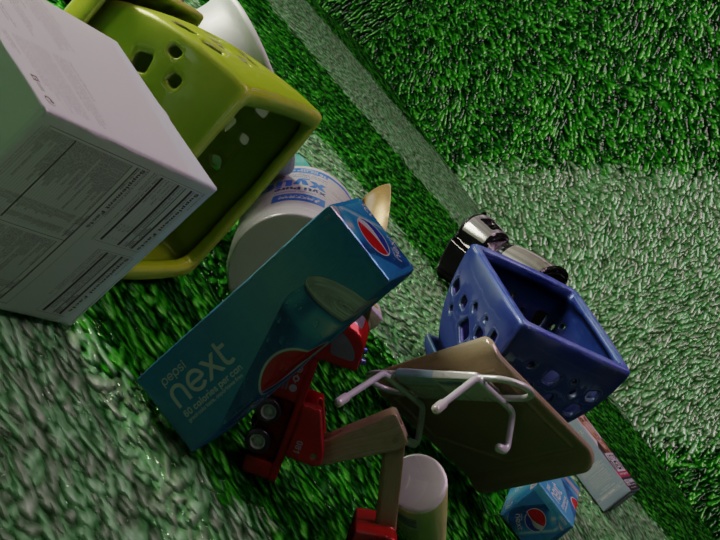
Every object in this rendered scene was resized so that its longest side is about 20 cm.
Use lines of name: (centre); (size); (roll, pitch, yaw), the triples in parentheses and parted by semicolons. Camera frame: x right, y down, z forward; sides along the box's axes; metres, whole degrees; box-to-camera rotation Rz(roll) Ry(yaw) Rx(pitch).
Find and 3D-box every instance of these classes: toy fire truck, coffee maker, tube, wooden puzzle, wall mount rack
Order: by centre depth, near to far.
toy fire truck: (-0.016, 0.129, 1.028); (0.140, 0.202, 0.049); (20, 13, -2)
tube: (0.052, 0.214, 1.159); (0.201, 0.051, 0.059); (83, 15, -63)
wall mount rack: (0.072, 0.138, 1.368); (0.174, 0.198, 0.075); (40, 57, -50)
wooden puzzle: (0.139, 0.161, 1.469); (0.200, 0.184, 0.037); (48, 47, -20)
coffee maker: (0.233, 0.025, 2.323); (0.200, 0.193, 0.135); (37, -4, 35)

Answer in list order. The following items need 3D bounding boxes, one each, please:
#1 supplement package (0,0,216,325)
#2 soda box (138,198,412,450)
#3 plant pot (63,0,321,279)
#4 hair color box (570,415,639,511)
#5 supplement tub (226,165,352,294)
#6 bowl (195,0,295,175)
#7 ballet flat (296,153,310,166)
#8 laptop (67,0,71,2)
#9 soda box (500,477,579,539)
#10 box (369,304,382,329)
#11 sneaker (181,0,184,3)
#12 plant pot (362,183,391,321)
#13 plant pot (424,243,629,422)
supplement package: (-0.228, -0.079, 0.852); (0.152, 0.150, 0.200); (54, 12, 22)
soda box: (-0.061, 0.039, 0.943); (0.068, 0.200, 0.064); (51, 20, 6)
plant pot: (-0.178, -0.126, 1.102); (0.182, 0.200, 0.199); (46, 11, 12)
hair color box: (0.373, 0.299, 2.188); (0.201, 0.061, 0.099); (53, 12, 18)
supplement tub: (-0.066, -0.024, 1.349); (0.132, 0.132, 0.200); (47, 11, -13)
bowl: (-0.147, -0.176, 1.340); (0.201, 0.090, 0.203); (158, -90, -77)
ballet flat: (-0.063, -0.069, 1.710); (0.070, 0.067, 0.201); (-10, 58, -49)
laptop: (-0.272, -0.346, 1.618); (0.200, 0.116, 0.188); (47, 11, -14)
soda box: (0.229, 0.289, 1.657); (0.068, 0.064, 0.200); (51, 12, 5)
box: (-0.051, -0.002, 1.568); (0.200, 0.039, 0.042); (46, 11, -20)
sneaker: (-0.214, -0.187, 1.237); (0.113, 0.202, 0.076); (1, 14, -11)
plant pot: (0.000, 0.000, 1.468); (0.027, 0.202, 0.200); (12, 18, -5)
plant pot: (0.206, 0.114, 1.759); (0.199, 0.181, 0.201); (22, 24, -28)
